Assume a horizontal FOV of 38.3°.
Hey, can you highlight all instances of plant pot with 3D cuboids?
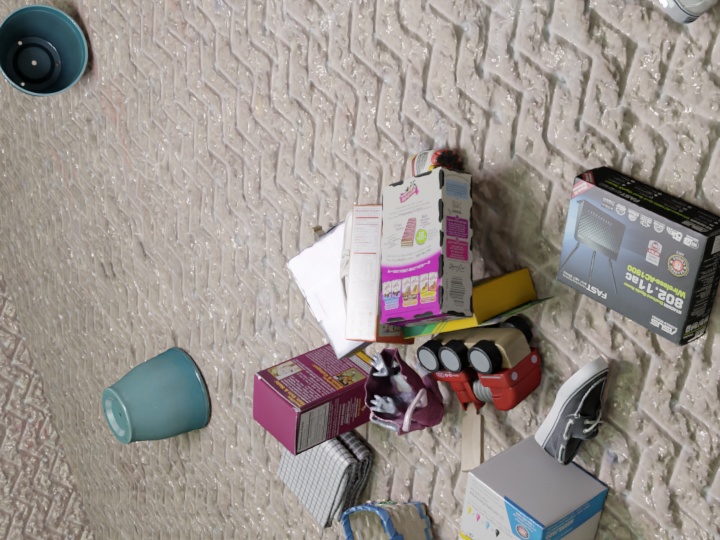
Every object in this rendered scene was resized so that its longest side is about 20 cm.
[{"bbox_3d":[-0.479,0.302,2.371,0.200,0.187,0.201,29,128,44],"label":"plant pot"},{"bbox_3d":[-0.736,-0.486,2.365,0.188,0.199,0.201,2,108,68],"label":"plant pot"}]

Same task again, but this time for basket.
[{"bbox_3d":[0.014,0.479,1.806,0.176,0.199,0.140,-25,86,53],"label":"basket"}]

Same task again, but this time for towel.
[{"bbox_3d":[-0.064,0.368,1.963,0.166,0.085,0.201,42,134,31],"label":"towel"}]

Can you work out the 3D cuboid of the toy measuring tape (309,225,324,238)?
[{"bbox_3d":[-0.036,0.016,1.774,0.200,0.073,0.074,54,141,21],"label":"toy measuring tape"}]

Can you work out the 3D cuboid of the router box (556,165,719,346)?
[{"bbox_3d":[0.342,-0.021,1.267,0.200,0.062,0.150,32,131,40],"label":"router box"}]

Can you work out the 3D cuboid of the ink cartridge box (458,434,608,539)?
[{"bbox_3d":[0.243,0.379,1.510,0.147,0.144,0.201,33,131,39],"label":"ink cartridge box"}]

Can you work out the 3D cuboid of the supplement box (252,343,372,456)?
[{"bbox_3d":[-0.070,0.216,1.797,0.131,0.199,0.104,35,131,40],"label":"supplement box"}]

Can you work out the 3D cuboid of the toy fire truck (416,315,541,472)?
[{"bbox_3d":[0.185,0.185,1.534,0.176,0.128,0.201,-5,114,53],"label":"toy fire truck"}]

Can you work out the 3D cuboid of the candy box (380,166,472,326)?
[{"bbox_3d":[0.090,-0.029,1.427,0.136,0.061,0.201,-12,74,53],"label":"candy box"}]

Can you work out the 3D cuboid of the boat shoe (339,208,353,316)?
[{"bbox_3d":[0.000,0.000,1.613,0.071,0.069,0.201,-6,89,28],"label":"boat shoe"}]

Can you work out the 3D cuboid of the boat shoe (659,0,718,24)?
[{"bbox_3d":[0.330,-0.372,1.111,0.086,0.074,0.203,-35,80,54],"label":"boat shoe"}]

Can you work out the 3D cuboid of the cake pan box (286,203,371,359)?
[{"bbox_3d":[-0.005,0.016,1.684,0.184,0.052,0.201,-36,76,22],"label":"cake pan box"}]

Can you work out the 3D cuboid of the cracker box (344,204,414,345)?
[{"bbox_3d":[0.036,0.009,1.555,0.057,0.134,0.201,2,85,28],"label":"cracker box"}]

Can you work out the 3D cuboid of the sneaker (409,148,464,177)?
[{"bbox_3d":[0.108,-0.084,1.544,0.082,0.078,0.201,20,112,51],"label":"sneaker"}]

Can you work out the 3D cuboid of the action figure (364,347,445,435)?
[{"bbox_3d":[0.091,0.199,1.625,0.149,0.200,0.134,20,78,42],"label":"action figure"}]

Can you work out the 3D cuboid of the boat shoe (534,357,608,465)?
[{"bbox_3d":[0.301,0.198,1.415,0.068,0.072,0.200,51,142,28],"label":"boat shoe"}]

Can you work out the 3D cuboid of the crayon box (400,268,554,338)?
[{"bbox_3d":[0.160,0.046,1.482,0.200,0.125,0.052,-14,94,53],"label":"crayon box"}]
